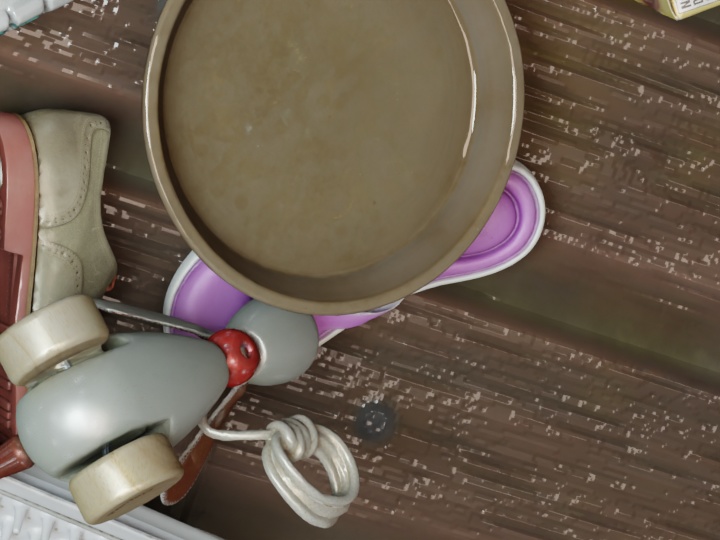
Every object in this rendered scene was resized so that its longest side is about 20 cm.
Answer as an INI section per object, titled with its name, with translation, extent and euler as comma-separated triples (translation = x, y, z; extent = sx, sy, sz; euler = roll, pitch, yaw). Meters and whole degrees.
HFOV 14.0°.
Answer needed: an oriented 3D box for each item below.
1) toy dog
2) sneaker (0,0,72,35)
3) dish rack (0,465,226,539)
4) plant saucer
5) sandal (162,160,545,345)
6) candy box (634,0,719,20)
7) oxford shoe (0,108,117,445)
[toy dog]
translation = -0.102, 0.064, 1.338
extent = 0.096, 0.133, 0.199
euler = -29, 154, 32
[sneaker]
translation = -0.157, -0.161, 1.341
extent = 0.199, 0.077, 0.092
euler = -27, 101, -26
[dish rack]
translation = -0.152, 0.151, 1.406
extent = 0.199, 0.044, 0.172
euler = 24, 135, -18
[plant saucer]
translation = -0.014, -0.080, 1.378
extent = 0.199, 0.029, 0.202
euler = -4, 99, -27
[sandal]
translation = -0.003, -0.007, 1.433
extent = 0.202, 0.050, 0.083
euler = -23, 108, -7
[candy box]
translation = 0.216, -0.185, 1.409
extent = 0.199, 0.117, 0.057
euler = -19, 107, -8
[oxford shoe]
translation = -0.147, 0.020, 1.396
extent = 0.074, 0.070, 0.201
euler = -9, 115, -30
